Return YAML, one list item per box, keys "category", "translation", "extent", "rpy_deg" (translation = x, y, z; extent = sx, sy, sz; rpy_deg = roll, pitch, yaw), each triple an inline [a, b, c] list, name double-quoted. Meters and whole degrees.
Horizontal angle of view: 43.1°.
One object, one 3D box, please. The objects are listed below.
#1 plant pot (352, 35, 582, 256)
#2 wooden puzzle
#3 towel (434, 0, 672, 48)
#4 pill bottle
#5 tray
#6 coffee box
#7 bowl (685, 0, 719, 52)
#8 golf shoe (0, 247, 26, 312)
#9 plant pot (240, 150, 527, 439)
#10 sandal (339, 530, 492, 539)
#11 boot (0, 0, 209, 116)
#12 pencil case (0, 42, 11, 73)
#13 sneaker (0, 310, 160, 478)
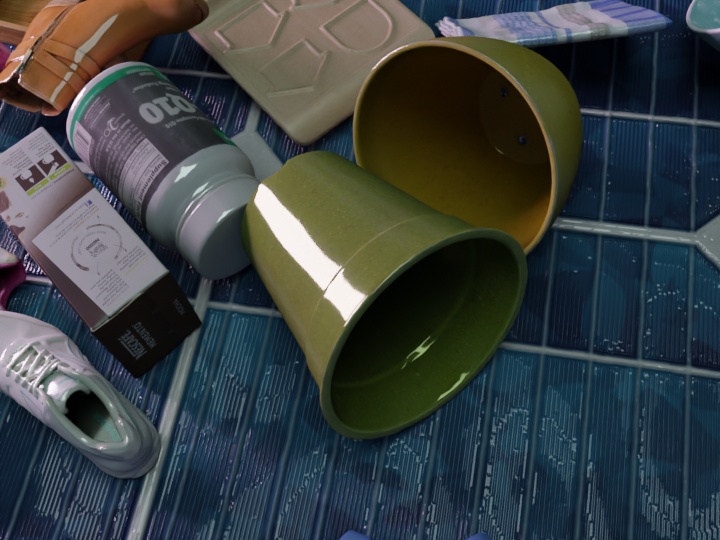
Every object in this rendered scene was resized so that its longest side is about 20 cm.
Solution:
- category: "plant pot"
  translation: [0.114, -0.118, 0.796]
  extent: [0.200, 0.200, 0.142]
  rpy_deg: [36, 45, 21]
- category: "wooden puzzle"
  translation: [-0.052, -0.238, 0.940]
  extent: [0.185, 0.046, 0.200]
  rpy_deg: [-38, 71, -13]
- category: "towel"
  translation: [0.177, -0.237, 0.879]
  extent: [0.199, 0.024, 0.147]
  rpy_deg: [-6, 21, 0]
- category: "pill bottle"
  translation: [-0.169, -0.091, 0.835]
  extent: [0.113, 0.113, 0.200]
  rpy_deg: [-40, 67, -14]
- category: "tray"
  translation: [-0.318, -0.280, 0.989]
  extent: [0.199, 0.037, 0.099]
  rpy_deg: [16, 66, 14]
- category: "coffee box"
  translation: [-0.239, -0.015, 0.804]
  extent: [0.080, 0.113, 0.200]
  rpy_deg: [-39, 66, -14]
- category: "bowl"
  translation: [0.414, -0.243, 0.832]
  extent: [0.201, 0.201, 0.105]
  rpy_deg: [-46, 109, -17]
- category: "golf shoe"
  translation: [-0.362, 0.059, 0.802]
  extent: [0.091, 0.075, 0.201]
  rpy_deg: [8, 65, 6]
- category: "plant pot"
  translation: [0.000, 0.000, 0.750]
  extent: [0.200, 0.200, 0.190]
  rpy_deg: [-36, 52, -12]
- category: "sandal"
  translation: [0.006, 0.232, 0.679]
  extent: [0.199, 0.080, 0.087]
  rpy_deg: [-18, 59, -5]
- category: "boot"
  translation: [-0.249, -0.213, 0.873]
  extent: [0.199, 0.074, 0.155]
  rpy_deg: [6, 55, 35]
- category: "pencil case"
  translation: [-0.434, -0.167, 0.915]
  extent: [0.094, 0.091, 0.200]
  rpy_deg: [12, 61, 50]
- category: "sneaker"
  translation: [-0.250, 0.092, 0.755]
  extent: [0.200, 0.080, 0.071]
  rpy_deg: [35, 72, 10]
